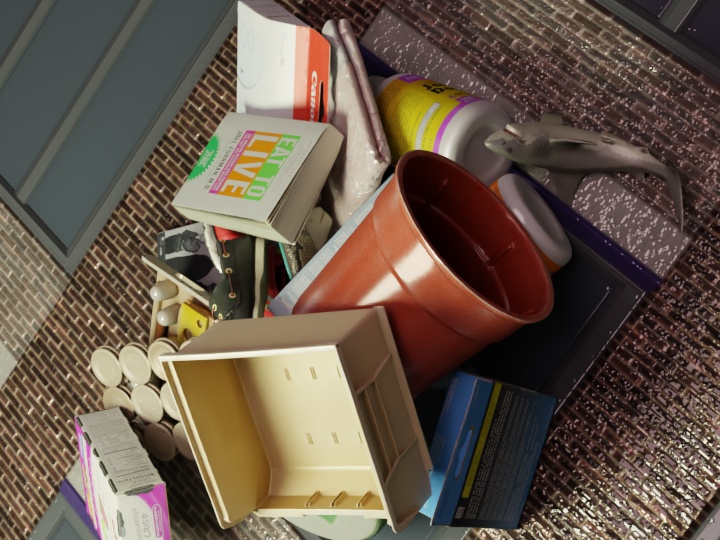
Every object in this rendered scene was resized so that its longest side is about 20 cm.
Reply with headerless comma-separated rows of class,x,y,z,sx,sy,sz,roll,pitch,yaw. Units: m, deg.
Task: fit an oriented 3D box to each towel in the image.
towel,-0.025,-0.151,1.508,0.200,0.032,0.193,120,138,-61

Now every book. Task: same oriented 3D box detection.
book,-0.115,-0.109,1.500,0.199,0.048,0.135,12,69,50

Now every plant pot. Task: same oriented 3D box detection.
plant pot,0.047,0.024,1.288,0.195,0.200,0.202,-43,60,28

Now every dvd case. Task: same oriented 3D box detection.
dvd case,-0.166,0.008,1.633,0.198,0.025,0.152,-12,73,31

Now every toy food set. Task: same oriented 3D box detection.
toy food set,-0.220,0.099,1.591,0.143,0.060,0.202,30,123,32

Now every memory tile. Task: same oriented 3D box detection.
memory tile,-0.230,0.153,1.579,0.198,0.017,0.155,-6,107,37

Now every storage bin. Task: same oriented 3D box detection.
storage bin,-0.055,0.143,1.236,0.198,0.094,0.201,-6,110,33

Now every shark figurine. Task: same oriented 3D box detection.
shark figurine,0.241,-0.102,1.394,0.212,0.128,0.091,16,114,16

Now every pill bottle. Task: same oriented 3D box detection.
pill bottle,0.114,-0.001,1.413,0.199,0.113,0.114,-37,63,19
pill bottle,0.071,-0.155,1.467,0.199,0.104,0.105,28,95,46

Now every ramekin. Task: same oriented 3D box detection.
ramekin,-0.036,0.192,1.402,0.198,0.201,0.098,7,46,32

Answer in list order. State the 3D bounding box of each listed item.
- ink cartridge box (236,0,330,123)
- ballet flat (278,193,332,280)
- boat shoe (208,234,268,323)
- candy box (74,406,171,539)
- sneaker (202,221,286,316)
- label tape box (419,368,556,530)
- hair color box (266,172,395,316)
ink cartridge box,-0.092,-0.208,1.541,0.200,0.047,0.162,-133,42,-56
ballet flat,-0.075,-0.064,1.529,0.075,0.068,0.201,-28,46,0
boat shoe,-0.131,0.045,1.444,0.062,0.074,0.203,-3,48,-1
candy box,-0.272,0.263,1.546,0.200,0.060,0.138,-139,42,-58
sneaker,-0.121,-0.009,1.561,0.084,0.077,0.201,-29,67,4
label tape box,0.111,0.176,1.324,0.063,0.199,0.146,17,88,32
hair color box,0.000,0.000,1.463,0.200,0.099,0.061,-46,65,-1
